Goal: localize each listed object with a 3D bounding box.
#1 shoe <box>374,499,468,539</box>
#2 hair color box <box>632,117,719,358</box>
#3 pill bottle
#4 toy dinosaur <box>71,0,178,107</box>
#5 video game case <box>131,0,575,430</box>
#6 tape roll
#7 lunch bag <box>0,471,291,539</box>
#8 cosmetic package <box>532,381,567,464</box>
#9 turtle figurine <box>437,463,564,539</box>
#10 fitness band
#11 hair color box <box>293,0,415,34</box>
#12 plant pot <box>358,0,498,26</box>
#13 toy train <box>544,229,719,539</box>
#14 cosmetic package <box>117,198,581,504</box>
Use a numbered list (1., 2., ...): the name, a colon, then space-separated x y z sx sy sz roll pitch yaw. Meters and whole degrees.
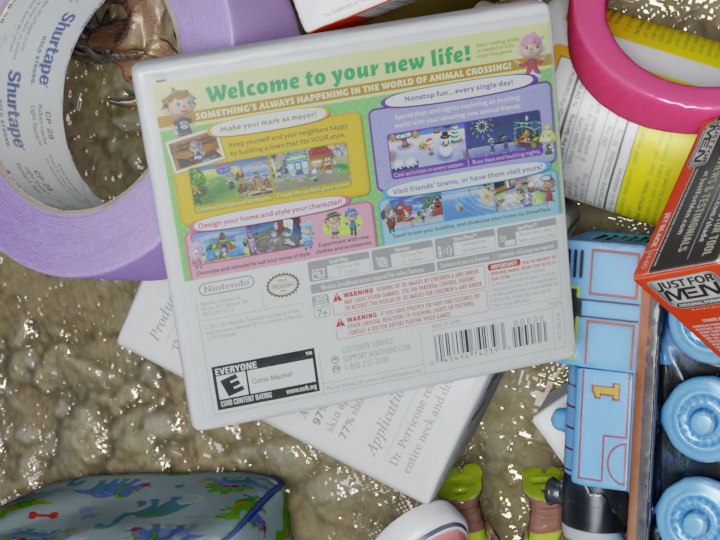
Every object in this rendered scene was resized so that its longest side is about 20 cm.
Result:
1. shoe: 0.041 0.221 0.844 0.091 0.071 0.201 53 147 34
2. hair color box: 0.235 0.019 0.730 0.200 0.061 0.102 40 64 -22
3. pill bottle: 0.150 -0.088 0.838 0.199 0.109 0.110 19 102 11
4. toy dinosaur: -0.172 -0.201 0.922 0.200 0.086 0.136 46 113 10
5. video game case: 0.002 -0.026 0.716 0.199 0.022 0.183 -10 109 -9
6. tape roll: -0.129 -0.095 0.777 0.199 0.066 0.201 -2 87 31
7. lunch bag: -0.151 0.185 0.930 0.199 0.161 0.083 -5 97 14
8. cosmetic package: 0.211 0.067 0.865 0.200 0.074 0.102 -37 87 15
9. turtle figurine: 0.084 0.199 0.894 0.199 0.064 0.162 3 114 29
10. fitness band: 0.190 -0.154 0.793 0.143 0.037 0.201 18 59 11
11. hair color box: -0.003 -0.226 0.699 0.110 0.064 0.201 -18 94 18
12. plant pot: 0.007 -0.234 0.819 0.200 0.176 0.200 -44 87 16
13. toy train: 0.159 0.071 0.803 0.114 0.087 0.201 6 99 24
14. cosmetic package: 0.000 0.000 0.861 0.199 0.166 0.168 27 104 8
